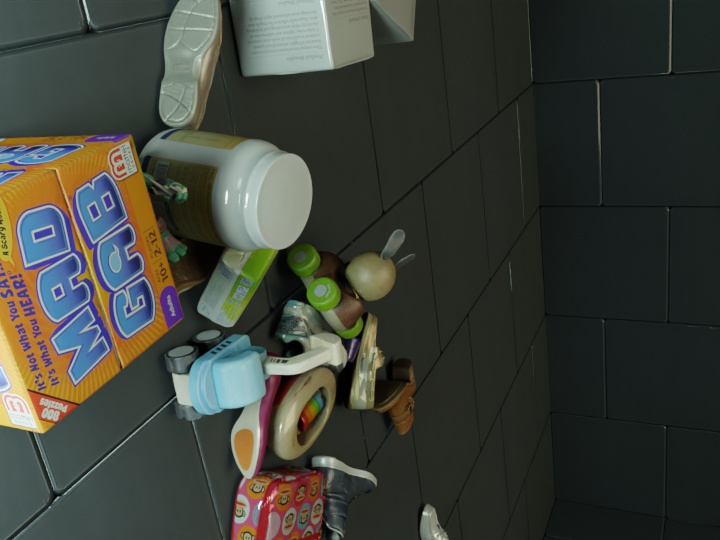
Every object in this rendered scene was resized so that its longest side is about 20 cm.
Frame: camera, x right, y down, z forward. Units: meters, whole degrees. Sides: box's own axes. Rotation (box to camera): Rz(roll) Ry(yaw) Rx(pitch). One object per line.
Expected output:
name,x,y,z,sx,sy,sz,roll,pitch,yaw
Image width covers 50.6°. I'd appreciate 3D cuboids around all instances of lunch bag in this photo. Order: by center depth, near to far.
lunch bag,-0.139,0.427,1.290,0.200,0.082,0.176,16,82,-62

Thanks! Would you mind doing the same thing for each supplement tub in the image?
supplement tub,-0.178,-0.104,0.992,0.144,0.200,0.145,-34,131,-52

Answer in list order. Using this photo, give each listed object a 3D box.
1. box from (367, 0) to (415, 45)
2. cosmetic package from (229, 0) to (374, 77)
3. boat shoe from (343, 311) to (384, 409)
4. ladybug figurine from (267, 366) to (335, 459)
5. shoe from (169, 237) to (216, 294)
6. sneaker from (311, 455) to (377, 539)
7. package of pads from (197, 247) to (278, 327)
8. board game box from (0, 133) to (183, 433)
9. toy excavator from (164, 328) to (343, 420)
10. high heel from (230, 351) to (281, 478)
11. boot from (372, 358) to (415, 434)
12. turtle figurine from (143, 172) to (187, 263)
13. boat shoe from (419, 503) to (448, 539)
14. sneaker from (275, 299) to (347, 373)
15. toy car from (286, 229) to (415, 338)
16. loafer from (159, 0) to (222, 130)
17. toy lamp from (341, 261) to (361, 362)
box,-0.008,-0.530,1.358,0.200,0.171,0.199,13,81,-64
cosmetic package,-0.094,-0.421,1.196,0.166,0.167,0.200,-43,131,-56
boat shoe,0.013,0.187,1.564,0.074,0.066,0.200,-177,-82,-76
ladybug figurine,-0.109,0.241,1.326,0.200,0.072,0.136,-44,137,-52
shoe,-0.262,0.005,1.025,0.070,0.053,0.200,68,27,-16
sneaker,-0.036,0.454,1.483,0.202,0.077,0.146,36,48,-49
package of pads,-0.161,-0.029,1.128,0.155,0.068,0.200,-53,-171,49
board game box,-0.325,-0.001,0.712,0.200,0.200,0.200,-47,134,-52
toy excavator,-0.148,0.142,1.096,0.194,0.200,0.100,-36,125,-58
high heel,-0.158,0.233,1.239,0.096,0.067,0.200,12,68,-54
boot,0.081,0.313,1.742,0.200,0.074,0.155,-41,132,-53
turtle figurine,-0.279,-0.082,0.900,0.200,0.150,0.101,82,-11,-45
boat shoe,0.204,0.714,2.031,0.071,0.069,0.200,-40,126,-55
sneaker,-0.096,0.139,1.373,0.086,0.078,0.200,-59,138,-24
toy car,0.000,0.000,1.354,0.158,0.200,0.164,58,1,30
loafer,-0.231,-0.289,1.051,0.063,0.072,0.200,33,68,-80
toy lamp,-0.020,0.084,1.528,0.058,0.058,0.200,34,59,-61
